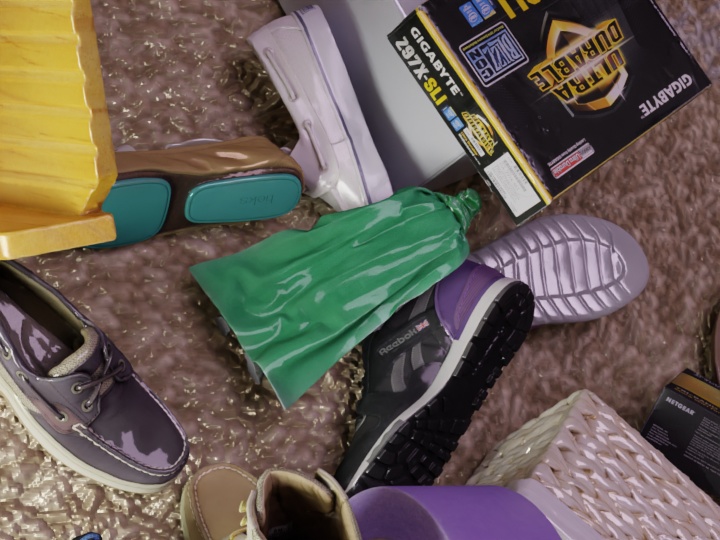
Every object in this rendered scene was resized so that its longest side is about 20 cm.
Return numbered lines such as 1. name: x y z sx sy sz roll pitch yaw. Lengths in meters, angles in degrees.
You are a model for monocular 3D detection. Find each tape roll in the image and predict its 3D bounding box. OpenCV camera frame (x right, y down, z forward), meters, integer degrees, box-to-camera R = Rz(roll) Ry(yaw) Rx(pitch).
1. tape roll: 0.048 0.231 1.320 0.085 0.200 0.201 3 66 -32

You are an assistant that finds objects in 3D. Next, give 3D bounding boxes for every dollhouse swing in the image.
1. dollhouse swing: -0.270 -0.102 1.257 0.175 0.181 0.201 -16 105 -36

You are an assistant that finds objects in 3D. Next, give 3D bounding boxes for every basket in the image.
1. basket: 0.161 0.197 1.455 0.200 0.136 0.123 43 48 -8

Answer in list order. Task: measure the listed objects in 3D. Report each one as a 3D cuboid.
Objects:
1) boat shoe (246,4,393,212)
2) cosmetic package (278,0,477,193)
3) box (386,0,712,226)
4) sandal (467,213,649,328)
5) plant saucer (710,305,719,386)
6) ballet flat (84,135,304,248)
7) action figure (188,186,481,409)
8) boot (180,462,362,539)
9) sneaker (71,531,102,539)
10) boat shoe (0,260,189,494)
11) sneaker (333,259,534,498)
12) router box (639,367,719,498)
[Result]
1. boat shoe: -0.027 -0.083 1.516 0.070 0.071 0.201 -21 91 -4
2. cosmetic package: 0.073 -0.180 1.585 0.200 0.123 0.200 -22 82 -39
3. box: 0.134 -0.145 1.502 0.200 0.049 0.160 -34 87 -38
4. sandal: 0.113 0.011 1.566 0.202 0.050 0.083 -15 79 -22
5. plant saucer: 0.349 0.091 1.692 0.199 0.029 0.201 15 61 -28
6. ballet flat: -0.133 -0.056 1.440 0.199 0.069 0.063 -6 44 -34
7. action figure: 0.000 0.000 1.451 0.200 0.055 0.118 -30 76 -15
8. boot: -0.051 0.160 1.290 0.072 0.155 0.200 -20 52 -18
9. sneaker: -0.174 0.209 1.276 0.200 0.079 0.089 -10 66 -44
10. boat shoe: -0.183 0.061 1.339 0.200 0.065 0.072 43 52 -8
11. sneaker: 0.031 0.078 1.472 0.200 0.087 0.076 -52 144 -17
12. router box: 0.297 0.144 1.519 0.200 0.052 0.157 29 9 11
